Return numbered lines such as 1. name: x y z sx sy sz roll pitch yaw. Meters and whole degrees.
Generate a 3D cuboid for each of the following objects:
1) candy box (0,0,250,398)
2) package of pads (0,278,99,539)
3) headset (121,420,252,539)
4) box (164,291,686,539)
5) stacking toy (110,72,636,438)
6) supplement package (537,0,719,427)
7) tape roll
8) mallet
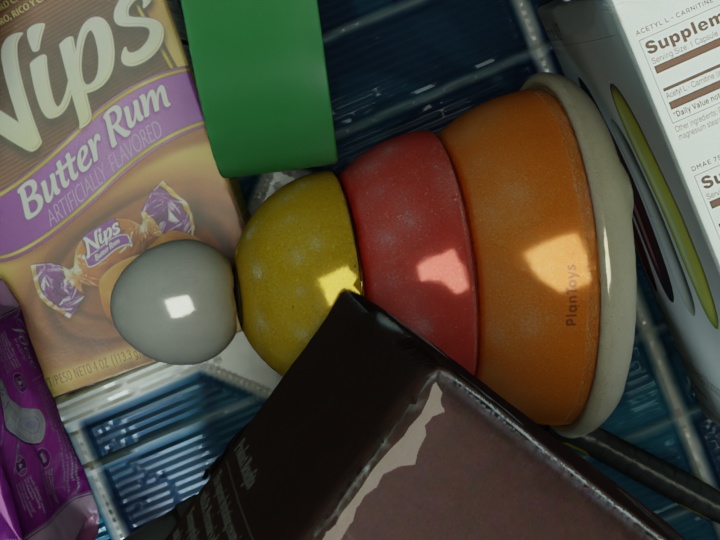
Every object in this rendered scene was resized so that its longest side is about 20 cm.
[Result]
1. candy box: -0.120 -0.057 0.767 0.116 0.056 0.202 -19 95 2
2. package of pads: -0.218 0.093 0.737 0.198 0.076 0.122 -20 95 13
3. headset: -0.037 0.092 0.761 0.199 0.124 0.095 -24 73 -12
4. box: 0.012 0.142 0.605 0.164 0.166 0.201 37 91 -12
5. stacking toy: 0.000 0.000 0.715 0.198 0.146 0.148 -4 96 -10
6. supplement package: 0.181 -0.042 0.705 0.146 0.191 0.202 -23 96 1
7. tape roll: -0.044 -0.138 0.686 0.048 0.200 0.203 -9 96 0
8. mallet: 0.173 0.114 0.804 0.199 0.066 0.041 28 85 11
